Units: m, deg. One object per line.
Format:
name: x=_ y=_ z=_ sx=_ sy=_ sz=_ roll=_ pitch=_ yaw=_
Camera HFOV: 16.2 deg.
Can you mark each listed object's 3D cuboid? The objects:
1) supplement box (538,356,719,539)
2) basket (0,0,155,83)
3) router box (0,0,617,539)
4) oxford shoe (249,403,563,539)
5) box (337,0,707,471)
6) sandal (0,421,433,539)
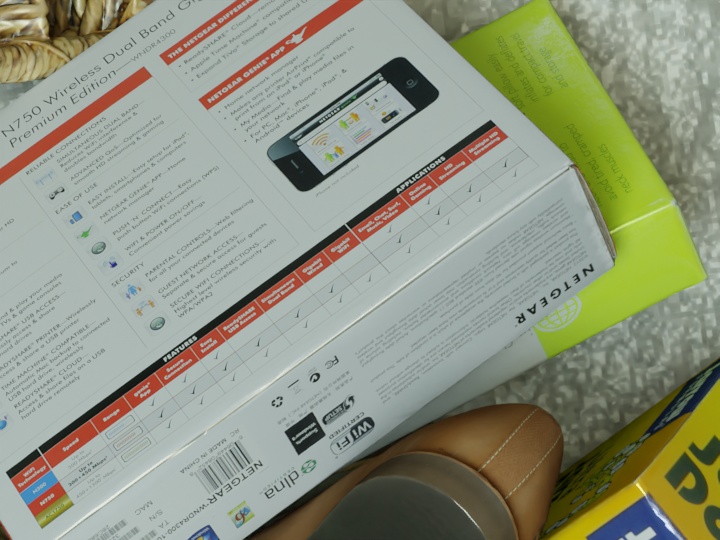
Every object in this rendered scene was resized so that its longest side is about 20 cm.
supplement box: x=0.074 y=0.132 z=0.813 sx=0.109 sy=0.109 sz=0.200 roll=49 pitch=125 yaw=1
basket: x=-0.157 y=-0.158 z=0.837 sx=0.148 sy=0.143 sz=0.202 roll=-6 pitch=93 yaw=5
router box: x=-0.049 y=-0.007 z=0.805 sx=0.200 sy=0.180 sz=0.049 roll=-36 pitch=135 yaw=-6
oxford shoe: x=-0.004 y=0.099 z=0.769 sx=0.071 sy=0.071 sz=0.200 roll=51 pitch=135 yaw=-3
box: x=0.000 y=0.000 z=0.843 sx=0.199 sy=0.122 sz=0.048 roll=-28 pitch=134 yaw=1
sandal: x=-0.069 y=0.085 z=0.887 sx=0.199 sy=0.080 sz=0.054 roll=-12 pitch=114 yaw=1
